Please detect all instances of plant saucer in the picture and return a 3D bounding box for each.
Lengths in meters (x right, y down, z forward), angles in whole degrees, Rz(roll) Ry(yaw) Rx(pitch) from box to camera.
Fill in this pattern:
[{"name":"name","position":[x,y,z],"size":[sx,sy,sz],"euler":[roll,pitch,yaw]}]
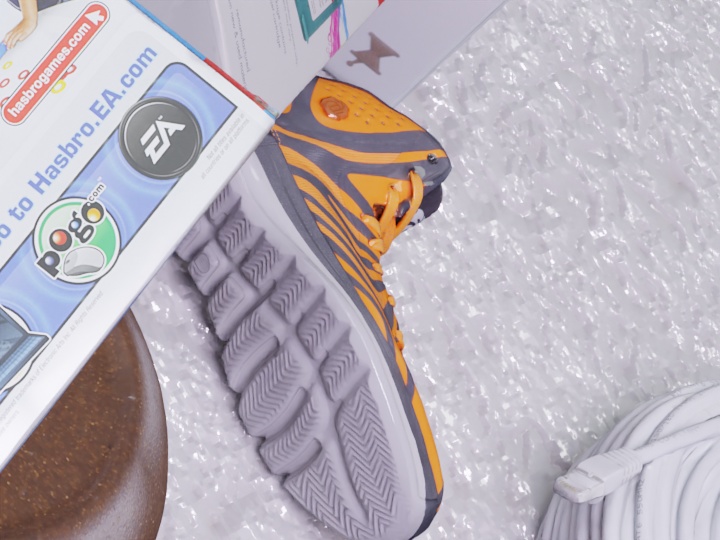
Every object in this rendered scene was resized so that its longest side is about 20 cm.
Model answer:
[{"name":"plant saucer","position":[-0.140,0.031,0.776],"size":[0.200,0.037,0.201],"euler":[22,48,-27]}]

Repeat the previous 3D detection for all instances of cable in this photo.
[{"name":"cable","position":[0.159,0.138,0.925],"size":[0.200,0.069,0.200],"euler":[-29,82,-47]}]

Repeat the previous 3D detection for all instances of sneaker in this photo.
[{"name":"sneaker","position":[0.000,0.000,0.883],"size":[0.112,0.078,0.201],"euler":[-12,69,-43]}]

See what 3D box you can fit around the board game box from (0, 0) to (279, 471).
[{"name":"board game box","position":[-0.158,-0.021,0.615],"size":[0.196,0.056,0.200],"euler":[39,70,-4]}]

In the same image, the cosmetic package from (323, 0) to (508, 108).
[{"name":"cosmetic package","position":[0.021,-0.211,0.986],"size":[0.167,0.166,0.200],"euler":[38,45,-13]}]

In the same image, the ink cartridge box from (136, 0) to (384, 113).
[{"name":"ink cartridge box","position":[-0.063,-0.105,0.845],"size":[0.200,0.116,0.067],"euler":[-55,139,-59]}]
